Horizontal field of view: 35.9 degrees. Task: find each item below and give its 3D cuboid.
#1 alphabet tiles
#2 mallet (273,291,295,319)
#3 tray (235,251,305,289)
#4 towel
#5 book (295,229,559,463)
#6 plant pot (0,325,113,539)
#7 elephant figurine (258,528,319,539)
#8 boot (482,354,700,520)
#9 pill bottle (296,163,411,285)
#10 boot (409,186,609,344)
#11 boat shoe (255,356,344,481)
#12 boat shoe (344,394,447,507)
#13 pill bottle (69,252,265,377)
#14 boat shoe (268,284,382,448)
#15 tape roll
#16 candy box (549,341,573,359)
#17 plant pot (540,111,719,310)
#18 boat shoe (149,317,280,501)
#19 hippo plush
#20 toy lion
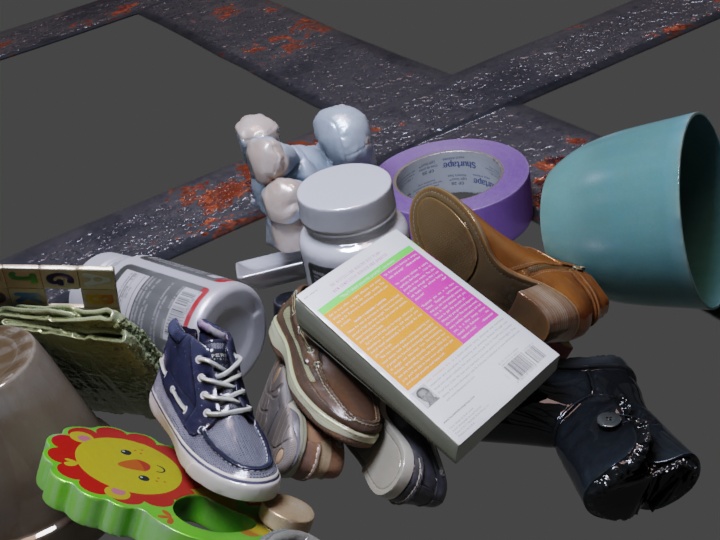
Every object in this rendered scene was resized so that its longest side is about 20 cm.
[{"bbox_3d":[-0.317,0.051,1.087,0.167,0.200,0.008,1,56,-6],"label":"alphabet tiles"},{"bbox_3d":[-0.036,0.034,1.265,0.041,0.066,0.200,9,22,26],"label":"mallet"},{"bbox_3d":[-0.089,-0.004,1.284,0.107,0.022,0.200,-14,7,-5],"label":"tray"},{"bbox_3d":[-0.248,0.090,1.085,0.148,0.200,0.037,5,58,22],"label":"towel"},{"bbox_3d":[0.058,0.058,0.989,0.134,0.048,0.200,-37,61,-26],"label":"book"},{"bbox_3d":[-0.330,0.153,1.022,0.199,0.174,0.200,-8,31,5],"label":"plant pot"},{"bbox_3d":[-0.049,0.254,0.806,0.199,0.155,0.142,12,59,17],"label":"elephant figurine"},{"bbox_3d":[0.176,0.147,0.974,0.199,0.077,0.168,-7,27,-6],"label":"boot"},{"bbox_3d":[0.000,0.000,1.143,0.114,0.200,0.114,-7,32,5],"label":"pill bottle"},{"bbox_3d":[0.147,-0.007,1.088,0.200,0.074,0.155,51,31,18],"label":"boot"},{"bbox_3d":[-0.055,0.142,1.070,0.072,0.076,0.200,20,21,-15],"label":"boat shoe"},{"bbox_3d":[0.031,0.155,1.044,0.063,0.073,0.200,27,16,-22],"label":"boat shoe"},{"bbox_3d":[-0.210,0.048,1.196,0.200,0.114,0.114,15,40,35],"label":"pill bottle"},{"bbox_3d":[-0.031,0.080,1.038,0.075,0.075,0.202,14,23,-36],"label":"boat shoe"},{"bbox_3d":[0.113,-0.092,1.389,0.199,0.066,0.200,-8,32,5],"label":"tape roll"},{"bbox_3d":[0.127,0.030,1.149,0.115,0.055,0.200,18,25,-22],"label":"candy box"},{"bbox_3d":[0.285,-0.055,1.167,0.161,0.201,0.201,-5,30,32],"label":"plant pot"},{"bbox_3d":[-0.125,0.112,0.957,0.075,0.093,0.200,0,21,-36],"label":"boat shoe"},{"bbox_3d":[-0.048,-0.109,1.340,0.160,0.200,0.160,-19,57,-9],"label":"hippo plush"},{"bbox_3d":[-0.166,0.188,0.932,0.191,0.069,0.200,8,16,-41],"label":"toy lion"}]
